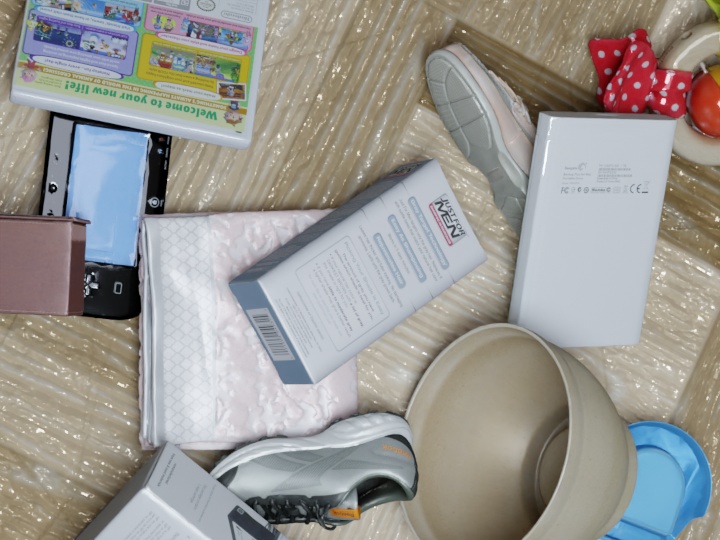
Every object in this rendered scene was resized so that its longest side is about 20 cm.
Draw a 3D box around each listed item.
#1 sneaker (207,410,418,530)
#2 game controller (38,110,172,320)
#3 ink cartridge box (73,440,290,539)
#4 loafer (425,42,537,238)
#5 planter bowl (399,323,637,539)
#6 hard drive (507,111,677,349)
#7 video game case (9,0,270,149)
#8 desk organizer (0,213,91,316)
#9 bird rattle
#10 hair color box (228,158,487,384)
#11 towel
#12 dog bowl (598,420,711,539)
[{"bbox_3d":[-0.046,0.179,1.511,0.198,0.074,0.080,-17,52,-4],"label":"sneaker"},{"bbox_3d":[-0.212,-0.062,1.517,0.103,0.042,0.202,7,88,-12],"label":"game controller"},{"bbox_3d":[-0.129,0.260,1.475,0.200,0.084,0.145,40,113,-9],"label":"ink cartridge box"},{"bbox_3d":[0.127,-0.113,1.587,0.063,0.072,0.201,-37,103,-27],"label":"loafer"},{"bbox_3d":[0.144,0.158,1.528,0.134,0.199,0.202,20,84,-38],"label":"planter bowl"},{"bbox_3d":[0.196,-0.034,1.567,0.131,0.026,0.202,-1,108,-28],"label":"hard drive"},{"bbox_3d":[-0.177,-0.204,1.515,0.198,0.022,0.184,11,70,-13],"label":"video game case"},{"bbox_3d":[-0.319,-0.007,1.454,0.198,0.072,0.078,3,89,1],"label":"desk organizer"},{"bbox_3d":[0.303,-0.164,1.608,0.200,0.113,0.164,-39,113,-8],"label":"bird rattle"},{"bbox_3d":[0.000,0.000,1.523,0.199,0.060,0.100,-35,103,-26],"label":"hair color box"},{"bbox_3d":[-0.092,0.049,1.534,0.189,0.032,0.202,-1,91,-21],"label":"towel"},{"bbox_3d":[0.231,0.229,1.603,0.111,0.050,0.202,21,84,-11],"label":"dog bowl"}]
